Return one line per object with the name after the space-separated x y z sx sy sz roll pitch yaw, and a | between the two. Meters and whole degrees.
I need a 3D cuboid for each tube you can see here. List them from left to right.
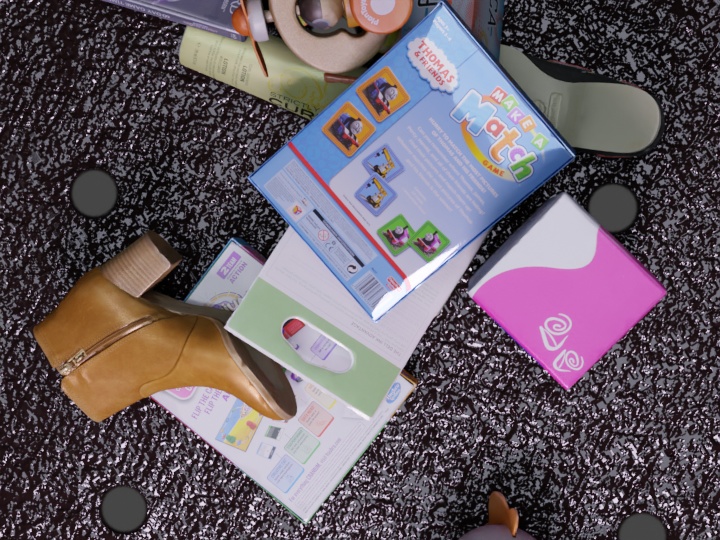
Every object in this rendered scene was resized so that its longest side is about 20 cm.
-0.053 -0.161 0.993 0.200 0.058 0.052 23 83 3 | tube

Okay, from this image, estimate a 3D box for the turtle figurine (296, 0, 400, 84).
-0.026 -0.256 0.953 0.200 0.064 0.161 35 71 -1 | turtle figurine

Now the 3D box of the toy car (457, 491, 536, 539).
0.104 0.283 0.958 0.184 0.177 0.200 13 63 -8 | toy car

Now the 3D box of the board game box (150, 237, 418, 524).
-0.075 0.092 1.005 0.200 0.040 0.153 39 94 3 | board game box

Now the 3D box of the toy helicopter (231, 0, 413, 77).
-0.060 -0.231 0.875 0.132 0.079 0.200 -36 108 13 | toy helicopter

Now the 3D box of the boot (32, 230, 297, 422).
-0.162 0.081 0.965 0.144 0.071 0.201 -43 86 12 | boot

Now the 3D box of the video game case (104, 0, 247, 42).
-0.167 -0.282 0.994 0.200 0.019 0.143 18 71 4 | video game case

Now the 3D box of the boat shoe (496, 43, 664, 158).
0.150 -0.137 0.971 0.201 0.063 0.074 17 97 19 | boat shoe

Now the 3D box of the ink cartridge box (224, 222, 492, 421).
0.000 0.000 0.965 0.145 0.048 0.200 33 83 -7 | ink cartridge box

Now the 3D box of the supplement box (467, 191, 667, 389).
0.151 0.011 0.903 0.101 0.200 0.103 45 94 3 | supplement box

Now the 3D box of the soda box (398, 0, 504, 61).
0.077 -0.236 0.947 0.064 0.068 0.200 2 80 27 | soda box

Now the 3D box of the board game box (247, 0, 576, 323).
0.038 -0.080 0.895 0.200 0.037 0.151 -40 94 17 | board game box
